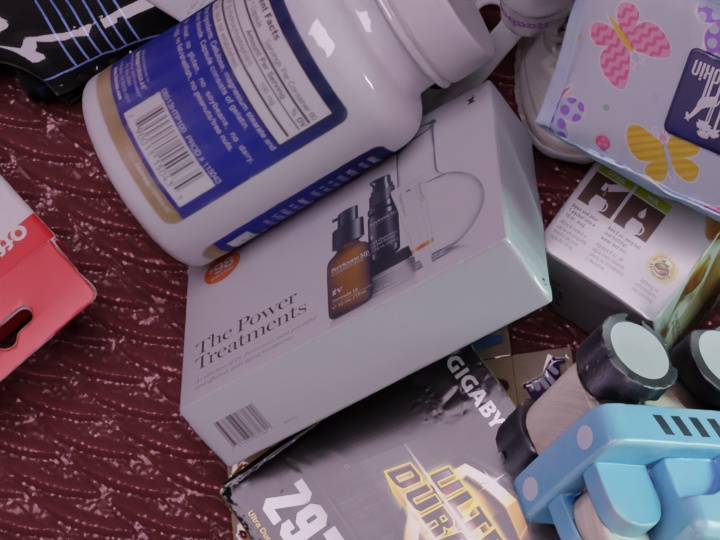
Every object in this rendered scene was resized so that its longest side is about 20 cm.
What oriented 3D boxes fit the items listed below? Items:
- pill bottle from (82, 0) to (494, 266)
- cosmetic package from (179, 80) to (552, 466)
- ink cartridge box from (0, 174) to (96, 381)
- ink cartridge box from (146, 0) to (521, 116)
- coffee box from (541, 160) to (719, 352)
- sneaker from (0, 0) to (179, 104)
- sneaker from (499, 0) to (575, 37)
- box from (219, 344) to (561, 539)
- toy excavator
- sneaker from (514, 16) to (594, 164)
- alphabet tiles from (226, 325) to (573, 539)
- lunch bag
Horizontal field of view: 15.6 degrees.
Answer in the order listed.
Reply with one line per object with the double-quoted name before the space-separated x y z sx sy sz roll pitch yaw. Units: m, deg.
"pill bottle" -0.036 -0.100 1.394 0.200 0.120 0.120 -30 71 13
"cosmetic package" 0.000 0.000 1.388 0.200 0.052 0.151 -28 30 17
"ink cartridge box" -0.243 -0.012 1.484 0.116 0.067 0.200 -41 72 -5
"ink cartridge box" -0.004 -0.174 1.450 0.200 0.050 0.162 31 114 -23
"coffee box" 0.186 -0.054 1.416 0.080 0.114 0.200 34 80 16
"sneaker" -0.150 -0.136 1.517 0.200 0.070 0.078 0 85 9
"sneaker" 0.130 -0.202 1.410 0.075 0.100 0.200 33 54 17
"box" 0.045 0.153 1.397 0.160 0.049 0.200 -35 75 0
"toy excavator" 0.135 0.129 1.296 0.100 0.194 0.200 -48 50 38
"sneaker" 0.128 -0.159 1.476 0.075 0.081 0.200 8 75 8
"alphabet tiles" 0.024 0.104 1.444 0.200 0.006 0.167 -8 72 5
"lunch bag" 0.205 -0.122 1.313 0.169 0.127 0.200 29 85 17
